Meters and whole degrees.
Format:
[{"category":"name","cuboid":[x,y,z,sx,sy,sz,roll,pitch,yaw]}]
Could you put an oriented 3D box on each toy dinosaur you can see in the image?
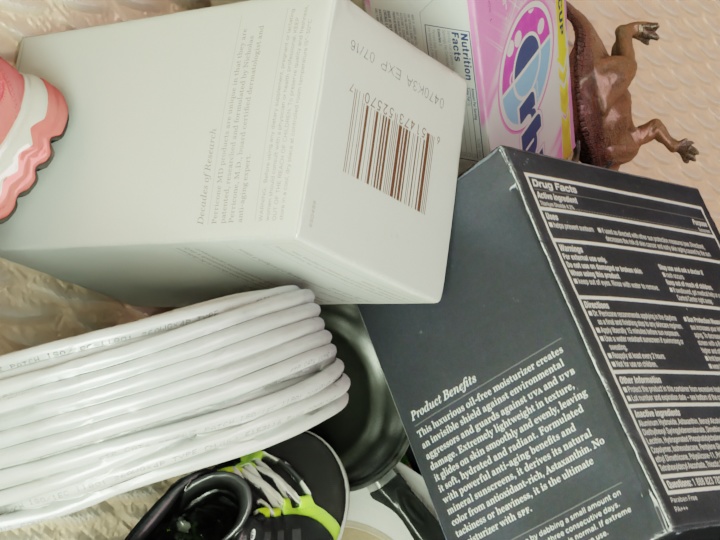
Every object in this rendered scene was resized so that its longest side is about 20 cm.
[{"category":"toy dinosaur","cuboid":[0.182,-0.122,1.239,0.136,0.086,0.200,-27,105,-45]}]

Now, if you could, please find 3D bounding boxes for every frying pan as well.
[{"category":"frying pan","cuboid":[0.008,0.086,0.873,0.190,0.031,0.115,40,58,-20]}]

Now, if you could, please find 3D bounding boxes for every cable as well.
[{"category":"cable","cuboid":[-0.105,0.062,0.716,0.200,0.200,0.069,10,62,-84]}]

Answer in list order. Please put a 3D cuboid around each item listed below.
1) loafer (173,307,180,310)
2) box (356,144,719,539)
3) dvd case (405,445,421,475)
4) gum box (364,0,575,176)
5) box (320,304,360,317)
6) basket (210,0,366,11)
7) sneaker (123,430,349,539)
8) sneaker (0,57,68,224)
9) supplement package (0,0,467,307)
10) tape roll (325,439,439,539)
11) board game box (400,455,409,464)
[{"category":"loafer","cuboid":[-0.041,0.077,0.921,0.200,0.070,0.070,32,67,-42]},{"category":"box","cuboid":[0.121,0.059,0.812,0.200,0.123,0.198,7,56,-50]},{"category":"dvd case","cuboid":[0.104,0.168,0.978,0.150,0.025,0.200,-6,67,-60]},{"category":"gum box","cuboid":[0.063,-0.122,0.872,0.114,0.066,0.200,-53,146,-40]},{"category":"box","cuboid":[0.000,0.000,0.925,0.200,0.064,0.070,28,45,-35]},{"category":"basket","cuboid":[-0.028,-0.220,0.882,0.176,0.139,0.200,-37,127,-51]},{"category":"sneaker","cuboid":[-0.056,0.122,0.730,0.200,0.072,0.083,-41,163,-52]},{"category":"sneaker","cuboid":[-0.207,-0.024,0.696,0.087,0.074,0.200,41,51,-30]},{"category":"supplement package","cuboid":[-0.066,-0.051,0.767,0.117,0.200,0.117,24,69,-52]},{"category":"tape roll","cuboid":[-0.018,0.197,0.859,0.202,0.071,0.203,17,54,-25]},{"category":"board game box","cuboid":[0.062,0.045,1.089,0.200,0.040,0.153,-5,93,-55]}]
